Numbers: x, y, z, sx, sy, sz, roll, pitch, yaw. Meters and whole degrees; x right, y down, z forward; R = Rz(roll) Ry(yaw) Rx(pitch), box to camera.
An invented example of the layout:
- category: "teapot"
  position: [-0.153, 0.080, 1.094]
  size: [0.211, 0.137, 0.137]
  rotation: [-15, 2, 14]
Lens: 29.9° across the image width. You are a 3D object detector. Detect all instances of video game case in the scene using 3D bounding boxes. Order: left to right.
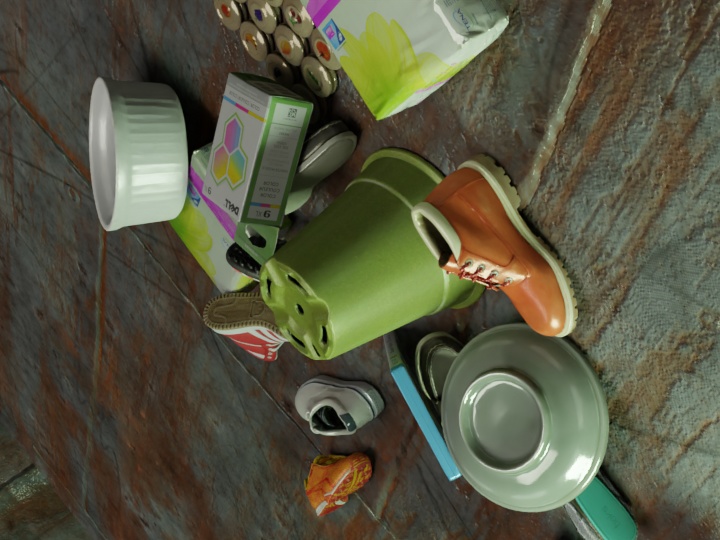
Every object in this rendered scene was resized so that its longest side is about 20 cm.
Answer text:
- category: "video game case"
  position: [0.069, 0.151, 1.566]
  size: [0.143, 0.018, 0.200]
  rotation: [62, -177, -9]

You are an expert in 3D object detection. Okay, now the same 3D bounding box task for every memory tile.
- category: "memory tile"
  position: [-0.094, -0.269, 1.501]
  size: [0.200, 0.017, 0.153]
  rotation: [50, 151, 12]

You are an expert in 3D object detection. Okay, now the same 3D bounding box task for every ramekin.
- category: "ramekin"
  position: [-0.293, -0.155, 1.773]
  size: [0.200, 0.098, 0.201]
  rotation: [176, 90, -69]

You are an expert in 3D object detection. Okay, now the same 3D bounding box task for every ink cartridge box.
- category: "ink cartridge box"
  position: [-0.124, -0.112, 1.517]
  size: [0.104, 0.059, 0.200]
  rotation: [36, 116, 52]

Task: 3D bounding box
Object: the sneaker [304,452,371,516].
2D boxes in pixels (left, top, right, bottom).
- category: "sneaker"
  position: [-0.042, 0.296, 1.939]
  size: [0.077, 0.073, 0.200]
  rotation: [61, 150, 13]

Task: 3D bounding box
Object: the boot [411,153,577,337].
- category: "boot"
  position: [0.130, -0.005, 1.330]
  size: [0.200, 0.107, 0.075]
  rotation: [56, 150, -1]

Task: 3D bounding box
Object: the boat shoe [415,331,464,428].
- category: "boat shoe"
  position: [0.121, 0.160, 1.529]
  size: [0.060, 0.072, 0.200]
  rotation: [-119, 5, -65]

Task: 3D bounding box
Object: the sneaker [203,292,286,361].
- category: "sneaker"
  position: [-0.099, 0.076, 1.805]
  size: [0.200, 0.071, 0.112]
  rotation: [4, 158, 28]

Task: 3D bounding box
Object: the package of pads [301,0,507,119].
- category: "package of pads"
  position: [0.037, -0.241, 1.256]
  size: [0.155, 0.068, 0.200]
  rotation: [57, 152, 0]

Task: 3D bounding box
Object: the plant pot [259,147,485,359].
- category: "plant pot"
  position: [0.000, 0.000, 1.447]
  size: [0.200, 0.190, 0.200]
  rotation: [38, 147, 30]

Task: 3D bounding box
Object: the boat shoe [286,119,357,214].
- category: "boat shoe"
  position: [-0.071, -0.125, 1.553]
  size: [0.202, 0.072, 0.060]
  rotation: [-40, 70, 53]

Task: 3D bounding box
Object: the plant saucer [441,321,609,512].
- category: "plant saucer"
  position: [0.158, 0.155, 1.401]
  size: [0.200, 0.050, 0.200]
  rotation: [2, 94, 37]

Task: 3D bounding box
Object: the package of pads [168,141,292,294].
- category: "package of pads"
  position: [-0.172, -0.063, 1.778]
  size: [0.155, 0.068, 0.200]
  rotation: [53, 152, 10]

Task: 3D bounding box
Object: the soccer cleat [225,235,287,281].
- category: "soccer cleat"
  position: [-0.072, 0.014, 1.646]
  size: [0.200, 0.068, 0.073]
  rotation: [15, 139, 15]

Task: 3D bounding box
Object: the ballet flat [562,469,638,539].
- category: "ballet flat"
  position: [0.222, 0.217, 1.454]
  size: [0.200, 0.072, 0.072]
  rotation: [57, 152, 3]

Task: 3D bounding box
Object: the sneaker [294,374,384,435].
- category: "sneaker"
  position: [-0.048, 0.187, 1.832]
  size: [0.073, 0.071, 0.200]
  rotation: [61, 151, -7]
